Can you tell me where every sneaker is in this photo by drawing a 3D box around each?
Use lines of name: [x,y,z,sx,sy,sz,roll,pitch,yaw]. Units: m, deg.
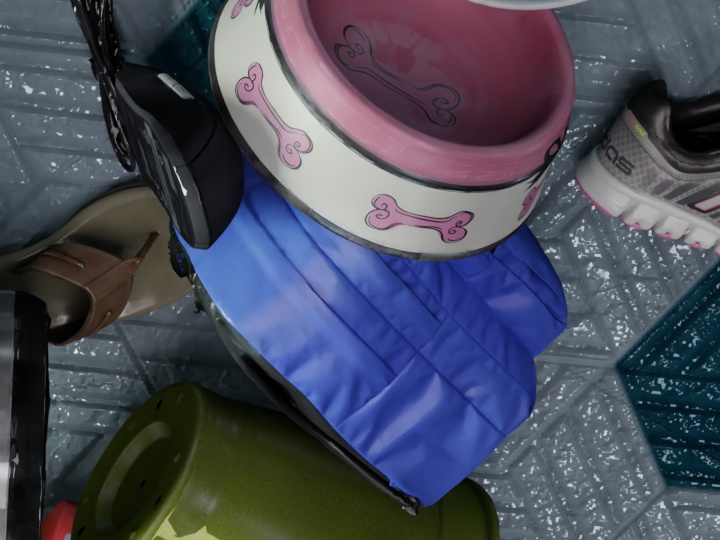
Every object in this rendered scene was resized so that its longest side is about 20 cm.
sneaker: [0.228,-0.055,1.545,0.200,0.074,0.088,16,122,-8]

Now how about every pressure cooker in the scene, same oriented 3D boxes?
pressure cooker: [-0.271,0.094,1.475,0.200,0.176,0.179,2,90,-7]

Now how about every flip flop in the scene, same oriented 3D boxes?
flip flop: [-0.171,0.010,1.554,0.200,0.058,0.081,-19,119,5]

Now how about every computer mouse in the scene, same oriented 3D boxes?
computer mouse: [-0.106,-0.100,1.433,0.046,0.200,0.141,-20,114,-12]

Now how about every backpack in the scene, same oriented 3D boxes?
backpack: [0.000,0.000,1.501,0.168,0.163,0.200,-47,124,6]

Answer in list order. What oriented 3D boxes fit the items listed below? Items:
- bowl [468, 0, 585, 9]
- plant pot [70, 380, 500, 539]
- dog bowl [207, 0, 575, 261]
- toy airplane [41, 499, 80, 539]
bowl: [0.082,-0.244,1.400,0.201,0.105,0.201,-3,108,-8]
plant pot: [-0.056,0.163,1.560,0.193,0.200,0.200,33,111,-24]
dog bowl: [0.025,-0.107,1.420,0.200,0.200,0.074,21,139,-16]
toy airplane: [-0.211,0.248,1.633,0.200,0.141,0.199,-20,119,5]
